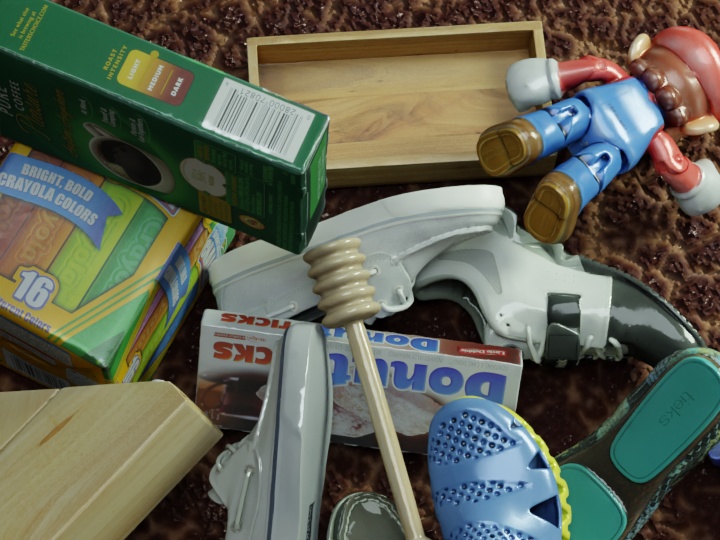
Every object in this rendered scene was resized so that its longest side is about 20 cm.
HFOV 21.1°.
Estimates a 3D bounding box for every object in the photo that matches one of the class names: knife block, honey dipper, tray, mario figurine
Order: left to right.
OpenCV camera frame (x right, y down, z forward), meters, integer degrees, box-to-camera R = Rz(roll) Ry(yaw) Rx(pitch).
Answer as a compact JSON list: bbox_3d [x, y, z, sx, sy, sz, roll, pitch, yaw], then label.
[{"bbox_3d":[-0.187,0.161,1.132,0.198,0.064,0.177,-5,67,16],"label":"knife block"},{"bbox_3d":[0.012,0.081,1.145,0.038,0.038,0.202,-17,83,-8],"label":"honey dipper"},{"bbox_3d":[0.026,-0.108,1.285,0.198,0.037,0.100,-4,69,-2],"label":"tray"},{"bbox_3d":[0.162,-0.084,1.245,0.199,0.105,0.125,-29,115,-34],"label":"mario figurine"}]

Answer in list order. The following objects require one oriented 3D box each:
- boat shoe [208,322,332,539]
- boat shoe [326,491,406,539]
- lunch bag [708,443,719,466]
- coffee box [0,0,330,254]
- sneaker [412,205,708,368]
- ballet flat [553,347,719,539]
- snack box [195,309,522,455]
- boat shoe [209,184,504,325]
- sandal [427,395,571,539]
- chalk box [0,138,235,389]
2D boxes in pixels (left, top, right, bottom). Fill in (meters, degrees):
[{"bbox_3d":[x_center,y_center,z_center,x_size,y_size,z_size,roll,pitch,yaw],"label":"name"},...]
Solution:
[{"bbox_3d":[-0.058,0.130,1.154,0.065,0.072,0.202,6,95,13],"label":"boat shoe"},{"bbox_3d":[0.028,0.221,1.142,0.071,0.060,0.204,-14,70,-7],"label":"boat shoe"},{"bbox_3d":[0.314,0.108,1.193,0.198,0.094,0.152,-3,69,11],"label":"lunch bag"},{"bbox_3d":[-0.115,-0.083,1.095,0.198,0.123,0.044,22,69,7],"label":"coffee box"},{"bbox_3d":[0.121,0.033,1.215,0.199,0.074,0.089,28,70,20],"label":"sneaker"},{"bbox_3d":[0.157,0.126,1.173,0.200,0.074,0.074,-42,72,17],"label":"ballet flat"},{"bbox_3d":[-0.002,0.072,1.196,0.198,0.073,0.024,7,25,1],"label":"snack box"},{"bbox_3d":[0.000,0.000,1.201,0.198,0.072,0.069,-16,81,12],"label":"boat shoe"},{"bbox_3d":[0.082,0.170,1.122,0.079,0.087,0.202,-22,77,24],"label":"sandal"},{"bbox_3d":[-0.155,-0.031,1.202,0.124,0.124,0.201,26,70,7],"label":"chalk box"}]
